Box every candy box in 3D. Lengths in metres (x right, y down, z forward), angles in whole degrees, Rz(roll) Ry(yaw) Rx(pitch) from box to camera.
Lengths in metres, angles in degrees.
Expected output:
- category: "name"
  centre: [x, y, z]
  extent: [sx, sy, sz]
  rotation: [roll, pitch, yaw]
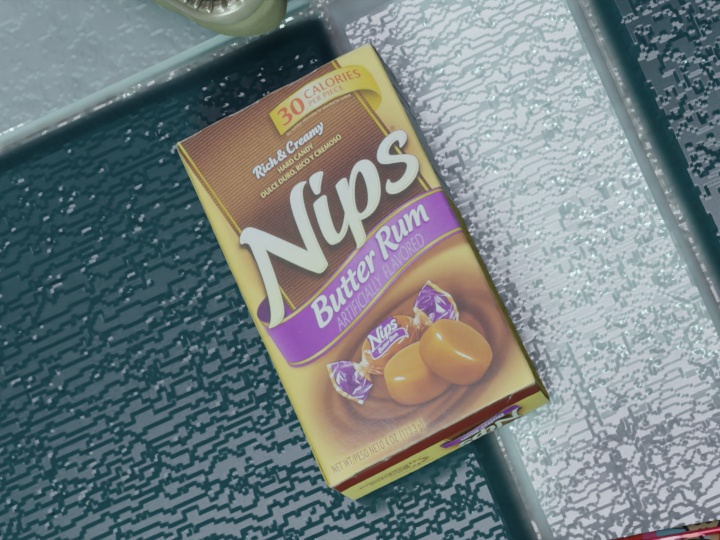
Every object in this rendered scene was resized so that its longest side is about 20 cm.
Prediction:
- category: "candy box"
  centre: [0.000, 0.000, 1.269]
  extent: [0.116, 0.056, 0.201]
  rotation: [-28, 72, 6]

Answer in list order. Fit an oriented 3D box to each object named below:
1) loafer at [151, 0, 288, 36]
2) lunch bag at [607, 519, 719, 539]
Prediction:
- category: "loafer"
  centre: [-0.111, -0.178, 1.330]
  extent: [0.076, 0.068, 0.200]
  rotation: [-46, 56, -2]
- category: "lunch bag"
  centre: [0.165, 0.151, 1.133]
  extent: [0.199, 0.176, 0.082]
  rotation: [-10, 75, 10]
